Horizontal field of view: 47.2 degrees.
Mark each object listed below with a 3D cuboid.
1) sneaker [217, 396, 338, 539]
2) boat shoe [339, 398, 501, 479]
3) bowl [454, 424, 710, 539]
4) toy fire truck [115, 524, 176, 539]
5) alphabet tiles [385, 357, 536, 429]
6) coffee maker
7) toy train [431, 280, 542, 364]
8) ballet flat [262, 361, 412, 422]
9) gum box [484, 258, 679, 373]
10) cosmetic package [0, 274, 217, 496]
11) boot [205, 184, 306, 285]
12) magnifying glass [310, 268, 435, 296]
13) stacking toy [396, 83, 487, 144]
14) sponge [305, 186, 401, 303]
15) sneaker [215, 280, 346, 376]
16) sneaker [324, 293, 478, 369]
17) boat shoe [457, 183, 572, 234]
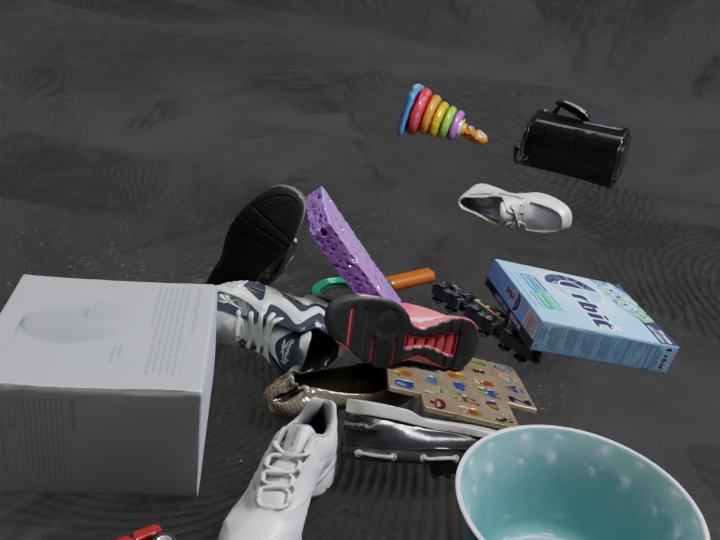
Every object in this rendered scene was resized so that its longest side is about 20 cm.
[{"bbox_3d":[-0.070,0.184,0.721,0.074,0.087,0.200,14,28,9],"label":"sneaker"},{"bbox_3d":[0.076,0.174,0.808,0.199,0.061,0.074,15,-8,-15],"label":"boat shoe"},{"bbox_3d":[0.168,0.228,0.671,0.200,0.105,0.201,5,26,-3],"label":"bowl"},{"bbox_3d":[-0.160,0.271,0.564,0.141,0.049,0.200,-13,33,-35],"label":"toy fire truck"},{"bbox_3d":[0.107,0.124,0.904,0.166,0.008,0.200,14,13,-4],"label":"alphabet tiles"},{"bbox_3d":[0.439,-0.242,1.692,0.199,0.135,0.192,18,51,24],"label":"coffee maker"},{"bbox_3d":[0.169,0.066,1.083,0.046,0.034,0.200,-1,26,-39],"label":"toy train"},{"bbox_3d":[-0.014,0.122,0.900,0.199,0.047,0.067,-5,27,-29],"label":"ballet flat"},{"bbox_3d":[0.284,0.057,1.076,0.199,0.045,0.170,12,23,-17],"label":"gum box"},{"bbox_3d":[-0.244,0.105,0.794,0.199,0.123,0.200,2,26,-7],"label":"cosmetic package"},{"bbox_3d":[-0.117,-0.039,1.049,0.073,0.204,0.154,35,25,1],"label":"boot"},{"bbox_3d":[0.021,0.025,1.143,0.199,0.022,0.080,-14,33,-33],"label":"magnifying glass"},{"bbox_3d":[0.190,-0.327,1.825,0.199,0.110,0.116,24,26,8],"label":"stacking toy"},{"bbox_3d":[0.000,0.000,1.012,0.030,0.200,0.112,-32,26,9],"label":"sponge"},{"bbox_3d":[-0.104,0.073,0.941,0.198,0.080,0.130,11,16,-16],"label":"sneaker"},{"bbox_3d":[0.035,0.069,0.925,0.199,0.074,0.087,15,0,-33],"label":"sneaker"},{"bbox_3d":[0.256,-0.096,1.396,0.199,0.071,0.069,15,27,35],"label":"boat shoe"}]
